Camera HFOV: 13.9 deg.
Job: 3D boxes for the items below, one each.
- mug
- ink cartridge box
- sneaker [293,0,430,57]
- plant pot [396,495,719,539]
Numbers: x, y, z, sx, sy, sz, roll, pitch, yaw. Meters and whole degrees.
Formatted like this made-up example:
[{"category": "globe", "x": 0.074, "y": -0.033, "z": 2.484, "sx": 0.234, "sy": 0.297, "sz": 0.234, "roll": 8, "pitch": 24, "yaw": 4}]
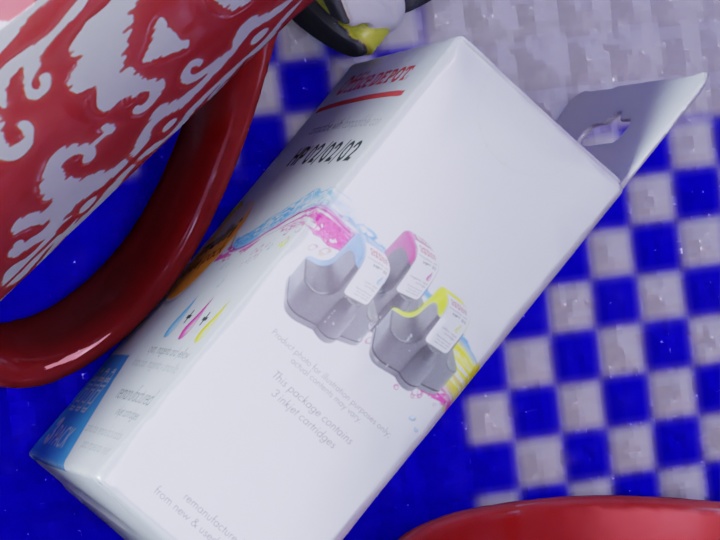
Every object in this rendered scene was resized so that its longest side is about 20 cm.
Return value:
[{"category": "mug", "x": -0.100, "y": -0.064, "z": 0.808, "sx": 0.200, "sy": 0.178, "sz": 0.133, "roll": -41, "pitch": 76, "yaw": 4}, {"category": "ink cartridge box", "x": 0.000, "y": 0.000, "z": 0.851, "sx": 0.068, "sy": 0.115, "sz": 0.200, "roll": 42, "pitch": 79, "yaw": -12}, {"category": "sneaker", "x": -0.019, "y": -0.167, "z": 0.876, "sx": 0.085, "sy": 0.074, "sz": 0.200, "roll": -30, "pitch": 106, "yaw": -19}, {"category": "plant pot", "x": 0.098, "y": 0.174, "z": 0.849, "sx": 0.200, "sy": 0.200, "sz": 0.178, "roll": 1, "pitch": 101, "yaw": -15}]
